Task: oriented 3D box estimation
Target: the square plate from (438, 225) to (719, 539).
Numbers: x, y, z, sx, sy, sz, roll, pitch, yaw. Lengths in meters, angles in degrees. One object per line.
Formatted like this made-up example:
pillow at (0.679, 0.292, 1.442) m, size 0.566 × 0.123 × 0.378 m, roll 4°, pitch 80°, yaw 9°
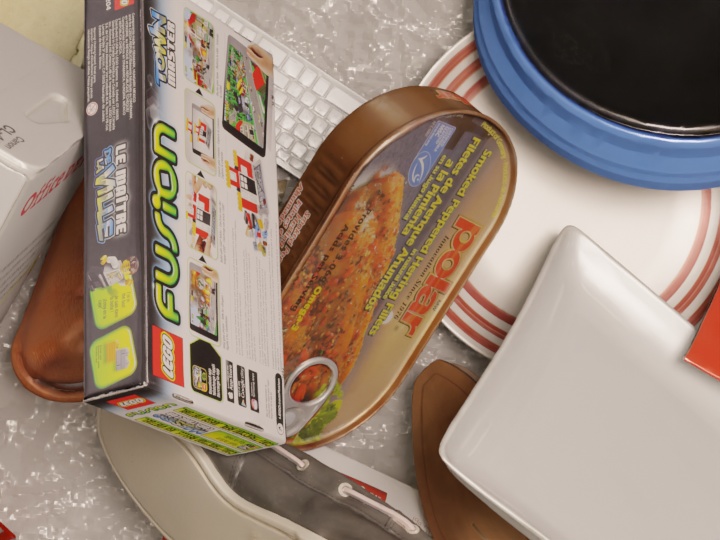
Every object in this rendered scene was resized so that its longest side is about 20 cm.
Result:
square plate at (0.141, 0.097, 1.017) m, size 0.200 × 0.028 × 0.198 m, roll 40°, pitch 42°, yaw -5°

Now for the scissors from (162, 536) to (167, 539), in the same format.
scissors at (-0.109, 0.101, 1.067) m, size 0.200 × 0.014 × 0.073 m, roll 44°, pitch 82°, yaw -1°

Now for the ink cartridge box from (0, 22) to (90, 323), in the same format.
ink cartridge box at (-0.205, -0.004, 0.962) m, size 0.086 × 0.148 × 0.200 m, roll 30°, pitch 111°, yaw -1°

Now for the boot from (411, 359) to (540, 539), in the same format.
boot at (0.115, 0.138, 1.044) m, size 0.146 × 0.070 × 0.200 m, roll 11°, pitch 47°, yaw -39°

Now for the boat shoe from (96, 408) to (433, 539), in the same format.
boat shoe at (-0.044, 0.112, 0.983) m, size 0.057 × 0.200 × 0.067 m, roll -23°, pitch 132°, yaw -42°

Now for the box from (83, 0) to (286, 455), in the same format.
box at (-0.080, -0.026, 0.943) m, size 0.035 × 0.110 × 0.200 m, roll -15°, pitch 65°, yaw 28°

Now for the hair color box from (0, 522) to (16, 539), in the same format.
hair color box at (-0.257, 0.187, 0.996) m, size 0.064 × 0.111 × 0.200 m, roll 43°, pitch 83°, yaw -1°

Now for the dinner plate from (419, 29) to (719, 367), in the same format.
dinner plate at (0.112, -0.041, 1.094) m, size 0.200 × 0.024 × 0.200 m, roll 1°, pitch 85°, yaw -9°

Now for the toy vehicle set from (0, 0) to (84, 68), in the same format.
toy vehicle set at (-0.211, -0.104, 1.067) m, size 0.124 × 0.027 × 0.200 m, roll 24°, pitch 83°, yaw -4°

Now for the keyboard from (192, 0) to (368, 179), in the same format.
keyboard at (-0.038, -0.085, 1.092) m, size 0.200 × 0.011 × 0.056 m, roll 34°, pitch 83°, yaw -3°

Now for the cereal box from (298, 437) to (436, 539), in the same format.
cereal box at (0.003, 0.187, 1.002) m, size 0.144 × 0.040 × 0.200 m, roll 26°, pitch 44°, yaw -4°

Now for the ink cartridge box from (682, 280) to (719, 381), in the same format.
ink cartridge box at (0.258, -0.017, 1.075) m, size 0.109 × 0.050 × 0.200 m, roll 30°, pitch 68°, yaw -2°

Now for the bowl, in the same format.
bowl at (0.159, -0.138, 1.067) m, size 0.200 × 0.039 × 0.201 m, roll 1°, pitch 63°, yaw -2°

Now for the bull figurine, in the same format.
bull figurine at (-0.106, -0.023, 1.052) m, size 0.121 × 0.065 × 0.200 m, roll 19°, pitch 85°, yaw -7°

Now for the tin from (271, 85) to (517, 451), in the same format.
tin at (0.000, 0.000, 1.019) m, size 0.112 × 0.042 × 0.200 m, roll 19°, pitch 109°, yaw -42°
